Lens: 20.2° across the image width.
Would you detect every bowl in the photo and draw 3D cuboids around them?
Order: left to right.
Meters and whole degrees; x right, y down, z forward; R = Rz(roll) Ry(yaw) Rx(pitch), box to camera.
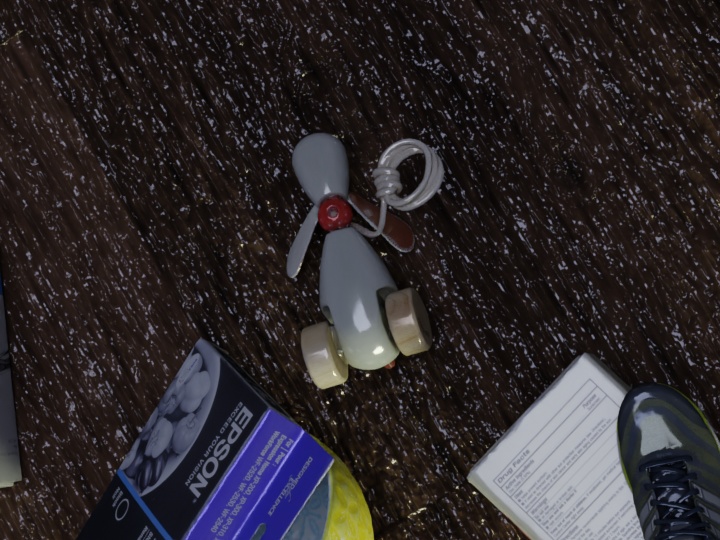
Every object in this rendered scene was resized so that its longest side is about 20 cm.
[{"bbox_3d":[-0.053,0.231,1.520,0.108,0.200,0.200,34,95,-32],"label":"bowl"}]

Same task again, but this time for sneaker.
[{"bbox_3d":[0.223,0.172,1.380,0.074,0.081,0.200,-18,83,9],"label":"sneaker"}]

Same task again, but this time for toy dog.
[{"bbox_3d":[0.000,0.000,1.556,0.132,0.096,0.200,3,73,15],"label":"toy dog"}]

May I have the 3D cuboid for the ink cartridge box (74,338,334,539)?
[{"bbox_3d":[-0.124,0.174,1.519,0.043,0.200,0.198,30,94,-33],"label":"ink cartridge box"}]

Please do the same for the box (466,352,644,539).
[{"bbox_3d":[0.197,0.173,1.482,0.200,0.109,0.128,44,96,11],"label":"box"}]

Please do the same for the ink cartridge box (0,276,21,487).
[{"bbox_3d":[-0.361,0.081,1.616,0.146,0.086,0.200,-8,84,11],"label":"ink cartridge box"}]
